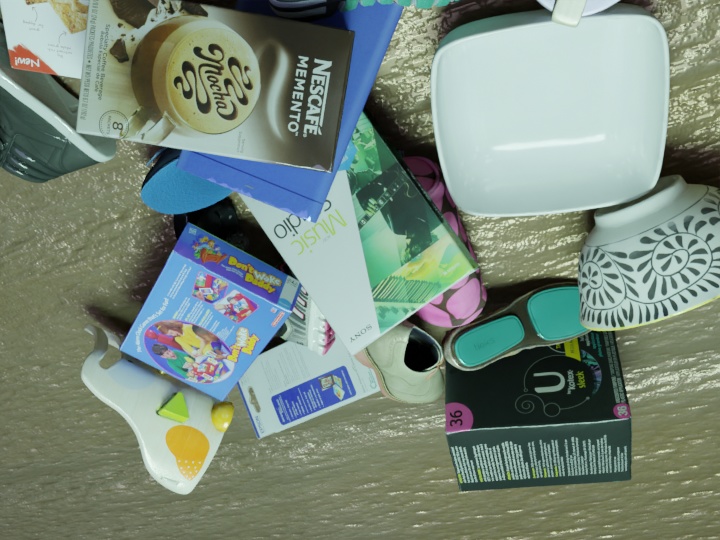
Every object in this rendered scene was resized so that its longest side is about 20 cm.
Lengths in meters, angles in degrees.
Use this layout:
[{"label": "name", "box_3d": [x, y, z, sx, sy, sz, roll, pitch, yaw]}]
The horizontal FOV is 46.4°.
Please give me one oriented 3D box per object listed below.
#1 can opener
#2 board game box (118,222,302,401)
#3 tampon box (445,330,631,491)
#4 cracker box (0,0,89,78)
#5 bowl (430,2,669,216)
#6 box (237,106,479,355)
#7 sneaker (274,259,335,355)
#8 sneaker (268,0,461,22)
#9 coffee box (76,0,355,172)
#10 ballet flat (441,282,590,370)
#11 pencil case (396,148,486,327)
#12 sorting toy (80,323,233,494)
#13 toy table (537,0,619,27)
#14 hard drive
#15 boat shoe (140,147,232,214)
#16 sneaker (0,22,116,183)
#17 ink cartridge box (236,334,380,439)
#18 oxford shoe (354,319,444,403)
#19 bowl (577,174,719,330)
[{"label": "can opener", "box_3d": [-0.148, 0.006, 0.944, 0.063, 0.079, 0.200, -34, 132, -25]}, {"label": "board game box", "box_3d": [-0.167, 0.052, 0.912, 0.134, 0.045, 0.200, 29, 135, -12]}, {"label": "tampon box", "box_3d": [0.205, 0.158, 0.986, 0.200, 0.150, 0.126, -7, 133, 11]}, {"label": "cracker box", "box_3d": [-0.232, -0.258, 0.702, 0.134, 0.058, 0.200, 8, 134, -2]}, {"label": "bowl", "box_3d": [0.166, -0.148, 0.756, 0.200, 0.075, 0.200, -6, 132, 10]}, {"label": "box", "box_3d": [-0.006, -0.042, 0.774, 0.144, 0.036, 0.200, -37, 87, 18]}, {"label": "sneaker", "box_3d": [-0.071, 0.006, 0.921, 0.087, 0.074, 0.200, 9, 127, 12]}, {"label": "sneaker", "box_3d": [0.017, -0.261, 0.673, 0.200, 0.088, 0.074, -11, 162, -15]}, {"label": "coffee box", "box_3d": [-0.111, -0.150, 0.670, 0.200, 0.080, 0.113, 8, 100, -4]}, {"label": "ballet flat", "box_3d": [0.179, 0.060, 0.947, 0.200, 0.068, 0.067, -14, 178, -14]}, {"label": "pencil case", "box_3d": [0.065, -0.026, 0.872, 0.094, 0.091, 0.200, -8, 134, 20]}, {"label": "sorting toy", "box_3d": [-0.254, 0.135, 1.000, 0.180, 0.200, 0.107, 37, 101, -27]}, {"label": "toy table", "box_3d": [0.169, -0.271, 0.573, 0.184, 0.117, 0.200, 6, 115, 9]}, {"label": "hard drive", "box_3d": [-0.062, -0.158, 0.726, 0.132, 0.025, 0.200, 22, 100, -7]}, {"label": "boat shoe", "box_3d": [-0.131, -0.124, 0.815, 0.200, 0.069, 0.084, -28, 138, 21]}, {"label": "sneaker", "box_3d": [-0.338, -0.156, 0.796, 0.099, 0.071, 0.200, -26, 130, 20]}, {"label": "ink cartridge box", "box_3d": [-0.059, 0.127, 1.022, 0.200, 0.039, 0.100, -25, 83, 25]}, {"label": "oxford shoe", "box_3d": [0.059, 0.107, 0.926, 0.074, 0.071, 0.200, 9, 161, 32]}, {"label": "bowl", "box_3d": [0.285, -0.031, 0.806, 0.201, 0.201, 0.094, -24, 98, 25]}]
